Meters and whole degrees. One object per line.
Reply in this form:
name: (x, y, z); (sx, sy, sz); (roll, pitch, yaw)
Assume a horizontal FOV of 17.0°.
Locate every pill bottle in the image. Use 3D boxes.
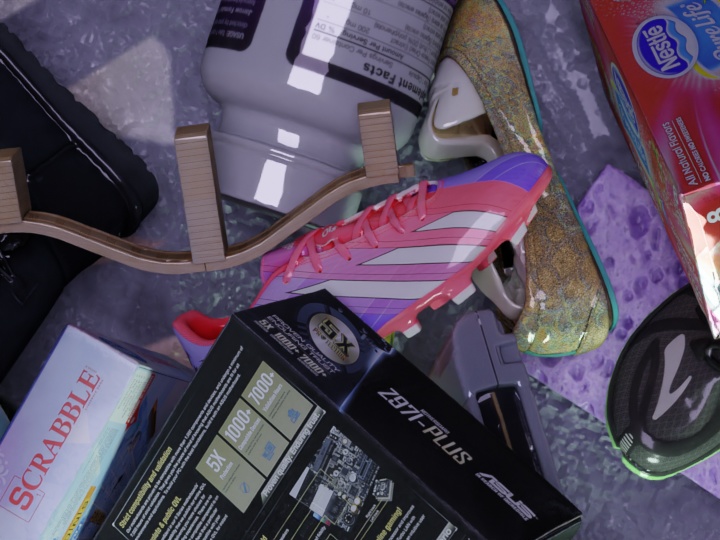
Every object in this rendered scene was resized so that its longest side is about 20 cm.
pill bottle: (-0.014, -0.123, 1.186); (0.111, 0.111, 0.200); (19, 88, 5)

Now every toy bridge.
toy bridge: (-0.073, -0.034, 1.127); (0.199, 0.027, 0.067); (-7, 106, 2)

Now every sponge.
sponge: (0.175, 0.046, 1.204); (0.200, 0.030, 0.112); (34, 88, 5)

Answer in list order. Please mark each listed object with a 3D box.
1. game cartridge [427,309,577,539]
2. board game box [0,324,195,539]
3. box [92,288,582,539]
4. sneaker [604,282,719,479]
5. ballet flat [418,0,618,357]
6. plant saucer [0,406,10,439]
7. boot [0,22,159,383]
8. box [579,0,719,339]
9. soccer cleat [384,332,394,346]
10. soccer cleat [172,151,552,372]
game cartridge: (0.069, 0.133, 1.147); (0.040, 0.133, 0.200); (-12, 71, -10)
board game box: (-0.146, 0.127, 1.134); (0.041, 0.200, 0.200); (30, 88, 10)
box: (-0.027, 0.139, 1.078); (0.164, 0.086, 0.200); (40, 114, 18)
sneaker: (0.195, 0.020, 1.148); (0.200, 0.084, 0.077); (-42, 84, -2)
ballet flat: (0.065, -0.049, 1.179); (0.071, 0.071, 0.200); (-19, 72, 2)
plant saucer: (-0.250, 0.070, 1.157); (0.200, 0.200, 0.027); (30, 52, 5)
boot: (-0.217, -0.042, 1.175); (0.200, 0.076, 0.168); (41, 54, 0)
box: (0.175, -0.076, 1.125); (0.099, 0.096, 0.200); (-19, 40, 3)
soccer cleat: (-0.015, 0.107, 1.204); (0.065, 0.084, 0.201); (-2, 68, 43)
soccer cleat: (0.000, 0.000, 1.128); (0.200, 0.067, 0.077); (-39, 94, 21)
